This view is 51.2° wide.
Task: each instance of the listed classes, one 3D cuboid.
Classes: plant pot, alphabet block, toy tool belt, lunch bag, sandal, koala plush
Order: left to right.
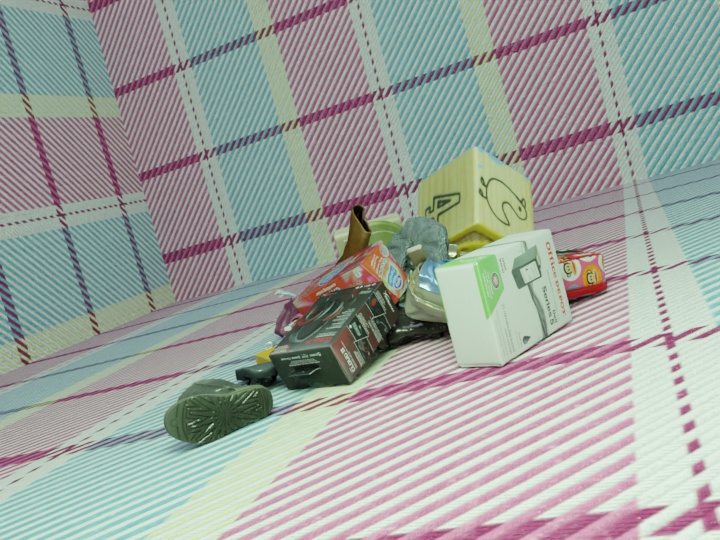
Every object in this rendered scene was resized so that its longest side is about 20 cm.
[{"bbox_3d":[-0.177,0.188,1.337,0.075,0.044,0.200,-10,-6,-16],"label":"sandal"},{"bbox_3d":[0.062,-0.002,1.856,0.196,0.204,0.190,-16,18,-3],"label":"plant pot"},{"bbox_3d":[0.149,0.008,1.537,0.175,0.187,0.199,-8,-28,33],"label":"koala plush"},{"bbox_3d":[0.170,0.020,1.226,0.195,0.125,0.126,4,31,6],"label":"toy tool belt"},{"bbox_3d":[0.250,-0.113,1.645,0.193,0.204,0.195,23,-35,-30],"label":"alphabet block"},{"bbox_3d":[0.331,0.010,1.322,0.173,0.084,0.199,-12,3,-22],"label":"lunch bag"}]

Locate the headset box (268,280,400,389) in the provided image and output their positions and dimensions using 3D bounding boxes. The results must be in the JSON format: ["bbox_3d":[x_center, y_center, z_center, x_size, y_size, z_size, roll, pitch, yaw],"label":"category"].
[{"bbox_3d":[-0.046,0.113,1.236,0.147,0.076,0.200,-13,25,41],"label":"headset box"}]

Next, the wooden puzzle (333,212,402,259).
[{"bbox_3d":[0.039,-0.029,1.960,0.181,0.204,0.037,-16,13,-3],"label":"wooden puzzle"}]

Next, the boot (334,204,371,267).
[{"bbox_3d":[0.000,0.000,1.517,0.067,0.202,0.190,7,39,-15],"label":"boot"}]

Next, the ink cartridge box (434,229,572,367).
[{"bbox_3d":[0.212,0.036,1.094,0.198,0.148,0.083,-22,9,-43],"label":"ink cartridge box"}]

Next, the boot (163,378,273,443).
[{"bbox_3d":[-0.244,0.206,1.155,0.179,0.074,0.198,-3,4,-35],"label":"boot"}]

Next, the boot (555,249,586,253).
[{"bbox_3d":[0.395,-0.002,1.516,0.186,0.070,0.199,-22,-5,28],"label":"boot"}]

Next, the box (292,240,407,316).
[{"bbox_3d":[-0.018,0.041,1.376,0.199,0.100,0.096,-28,15,43],"label":"box"}]

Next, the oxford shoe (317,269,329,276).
[{"bbox_3d":[-0.072,0.060,1.649,0.075,0.058,0.202,-40,35,19],"label":"oxford shoe"}]

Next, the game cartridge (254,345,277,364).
[{"bbox_3d":[-0.096,0.156,1.448,0.173,0.033,0.199,-19,8,-22],"label":"game cartridge"}]

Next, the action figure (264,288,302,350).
[{"bbox_3d":[-0.134,0.122,1.668,0.146,0.137,0.200,15,2,-13],"label":"action figure"}]

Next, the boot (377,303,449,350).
[{"bbox_3d":[0.115,0.088,1.351,0.171,0.071,0.200,-13,14,11],"label":"boot"}]
